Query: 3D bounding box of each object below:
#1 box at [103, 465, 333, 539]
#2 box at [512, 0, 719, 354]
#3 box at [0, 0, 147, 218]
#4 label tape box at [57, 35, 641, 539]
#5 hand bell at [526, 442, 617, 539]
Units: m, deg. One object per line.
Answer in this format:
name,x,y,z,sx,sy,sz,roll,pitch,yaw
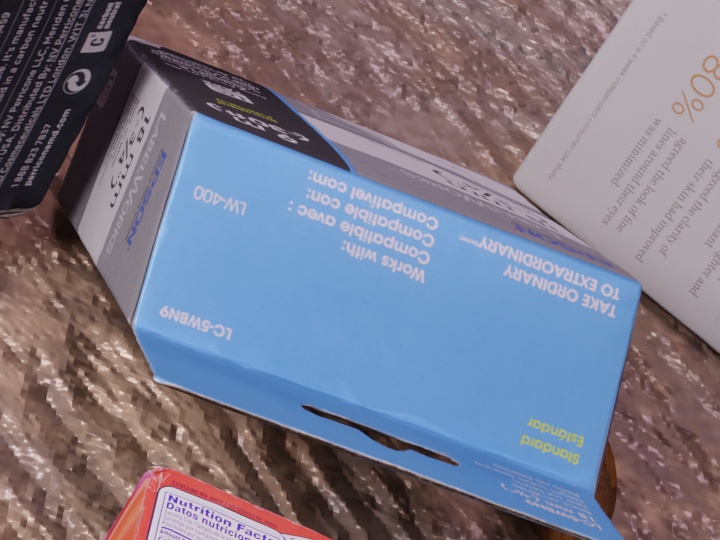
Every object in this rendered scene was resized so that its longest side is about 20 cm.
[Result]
box,0.012,0.145,0.680,0.200,0.096,0.100,25,36,-12
box,0.185,-0.039,1.005,0.200,0.152,0.106,40,33,9
box,-0.193,-0.114,0.779,0.196,0.124,0.200,-10,52,-43
label tape box,0.000,0.000,0.811,0.144,0.063,0.200,21,8,-18
hand bell,0.062,0.088,0.827,0.104,0.104,0.200,25,22,-12
